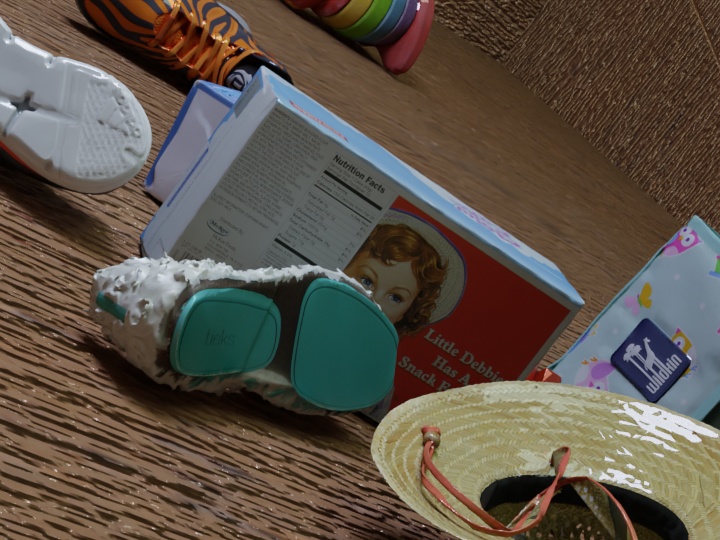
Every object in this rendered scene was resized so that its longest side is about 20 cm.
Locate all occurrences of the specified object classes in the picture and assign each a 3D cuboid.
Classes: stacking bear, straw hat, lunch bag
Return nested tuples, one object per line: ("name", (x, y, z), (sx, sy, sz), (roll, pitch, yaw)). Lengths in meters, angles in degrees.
("stacking bear", (-0.017, -0.325, 2.344), (0.199, 0.114, 0.121), (20, 20, -44))
("straw hat", (0.093, 0.127, 0.886), (0.200, 0.086, 0.201), (10, 20, -4))
("lunch bag", (0.215, 0.088, 1.192), (0.200, 0.171, 0.122), (42, 10, 6))

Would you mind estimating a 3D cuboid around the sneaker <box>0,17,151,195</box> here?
("sneaker", (-0.196, -0.096, 1.004), (0.200, 0.077, 0.082), (38, -16, 1))

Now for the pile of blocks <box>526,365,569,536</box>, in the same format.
("pile of blocks", (0.082, 0.068, 1.152), (0.082, 0.062, 0.200), (24, 17, -48))

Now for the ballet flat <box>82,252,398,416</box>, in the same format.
("ballet flat", (-0.053, 0.023, 0.923), (0.072, 0.072, 0.200), (43, 12, 29))

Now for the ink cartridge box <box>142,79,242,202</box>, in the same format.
("ink cartridge box", (-0.023, -0.040, 1.209), (0.136, 0.077, 0.200), (34, 8, 19))

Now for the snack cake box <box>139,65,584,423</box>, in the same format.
("snack cake box", (0.000, 0.000, 1.039), (0.200, 0.115, 0.067), (33, 11, -19))

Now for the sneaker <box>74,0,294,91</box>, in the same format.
("sneaker", (-0.114, -0.166, 1.459), (0.112, 0.078, 0.200), (44, 13, 36))
